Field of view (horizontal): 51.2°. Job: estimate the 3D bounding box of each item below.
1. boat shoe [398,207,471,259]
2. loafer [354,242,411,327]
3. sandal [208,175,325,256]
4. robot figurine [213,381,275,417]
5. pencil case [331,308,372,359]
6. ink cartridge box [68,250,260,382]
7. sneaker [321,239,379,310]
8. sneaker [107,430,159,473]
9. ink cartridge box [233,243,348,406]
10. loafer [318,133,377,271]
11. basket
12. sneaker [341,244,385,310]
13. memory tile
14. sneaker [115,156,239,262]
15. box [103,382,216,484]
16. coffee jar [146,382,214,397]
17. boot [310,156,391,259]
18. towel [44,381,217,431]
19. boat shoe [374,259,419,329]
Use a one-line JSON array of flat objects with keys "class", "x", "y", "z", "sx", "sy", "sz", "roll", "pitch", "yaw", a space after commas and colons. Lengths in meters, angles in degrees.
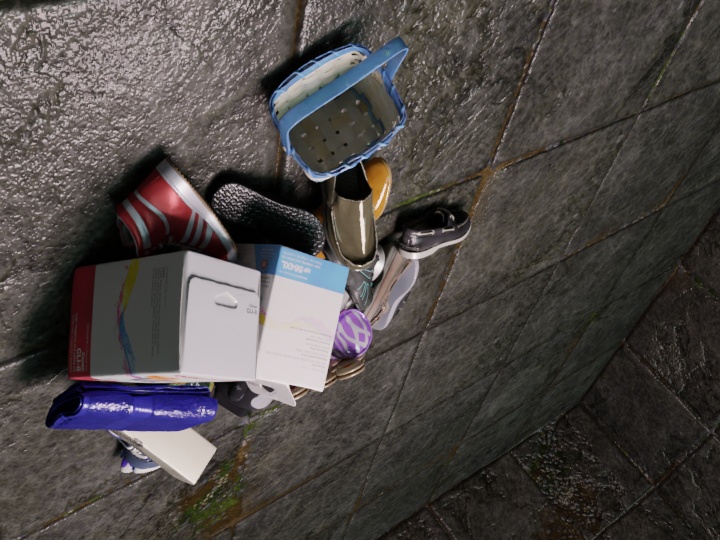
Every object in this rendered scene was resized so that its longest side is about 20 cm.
[{"class": "boat shoe", "x": 0.143, "y": -0.084, "z": 1.405, "sx": 0.198, "sy": 0.073, "sz": 0.061, "roll": -25, "pitch": 130, "yaw": -39}, {"class": "loafer", "x": 0.037, "y": 0.046, "z": 1.364, "sx": 0.072, "sy": 0.062, "sz": 0.202, "roll": -24, "pitch": -141, "yaw": 64}, {"class": "sandal", "x": -0.126, "y": -0.082, "z": 1.068, "sx": 0.075, "sy": 0.048, "sz": 0.199, "roll": -45, "pitch": 130, "yaw": 17}, {"class": "robot figurine", "x": -0.179, "y": 0.150, "z": 1.275, "sx": 0.123, "sy": 0.151, "sz": 0.201, "roll": 13, "pitch": 122, "yaw": -39}, {"class": "pencil case", "x": -0.064, "y": 0.110, "z": 1.299, "sx": 0.084, "sy": 0.086, "sz": 0.198, "roll": -39, "pitch": -163, "yaw": -35}, {"class": "ink cartridge box", "x": -0.245, "y": 0.067, "z": 0.953, "sx": 0.197, "sy": 0.148, "sz": 0.145, "roll": -7, "pitch": 167, "yaw": 31}, {"class": "sneaker", "x": 0.000, "y": 0.000, "z": 1.211, "sx": 0.079, "sy": 0.076, "sz": 0.201, "roll": -34, "pitch": 152, "yaw": -4}, {"class": "sneaker", "x": -0.380, "y": 0.298, "z": 1.274, "sx": 0.147, "sy": 0.081, "sz": 0.199, "roll": -53, "pitch": 156, "yaw": 13}, {"class": "ink cartridge box", "x": -0.118, "y": 0.077, "z": 1.050, "sx": 0.124, "sy": 0.127, "sz": 0.204, "roll": 18, "pitch": 80, "yaw": -39}, {"class": "loafer", "x": -0.018, "y": -0.093, "z": 1.081, "sx": 0.074, "sy": 0.070, "sz": 0.203, "roll": -18, "pitch": 106, "yaw": -15}, {"class": "basket", "x": -0.031, "y": -0.197, "z": 0.927, "sx": 0.175, "sy": 0.140, "sz": 0.200, "roll": -34, "pitch": -178, "yaw": -13}, {"class": "sneaker", "x": -0.053, "y": 0.020, "z": 1.329, "sx": 0.114, "sy": 0.076, "sz": 0.201, "roll": 13, "pitch": 127, "yaw": -37}, {"class": "memory tile", "x": -0.062, "y": 0.169, "z": 1.281, "sx": 0.151, "sy": 0.017, "sz": 0.200, "roll": -22, "pitch": -174, "yaw": 2}, {"class": "sneaker", "x": -0.239, "y": -0.048, "z": 0.973, "sx": 0.112, "sy": 0.071, "sz": 0.201, "roll": -41, "pitch": 145, "yaw": -8}, {"class": "box", "x": -0.323, "y": 0.244, "z": 1.157, "sx": 0.200, "sy": 0.082, "sz": 0.069, "roll": 47, "pitch": 61, "yaw": -27}, {"class": "coffee jar", "x": -0.293, "y": 0.155, "z": 1.177, "sx": 0.103, "sy": 0.086, "sz": 0.201, "roll": -31, "pitch": 151, "yaw": -17}, {"class": "boot", "x": -0.044, "y": -0.086, "z": 1.162, "sx": 0.143, "sy": 0.071, "sz": 0.202, "roll": -14, "pitch": 146, "yaw": -44}, {"class": "towel", "x": -0.312, "y": 0.186, "z": 1.028, "sx": 0.198, "sy": 0.050, "sz": 0.147, "roll": 12, "pitch": 156, "yaw": -38}, {"class": "boat shoe", "x": 0.073, "y": 0.035, "z": 1.493, "sx": 0.066, "sy": 0.069, "sz": 0.202, "roll": -35, "pitch": 154, "yaw": -48}]
